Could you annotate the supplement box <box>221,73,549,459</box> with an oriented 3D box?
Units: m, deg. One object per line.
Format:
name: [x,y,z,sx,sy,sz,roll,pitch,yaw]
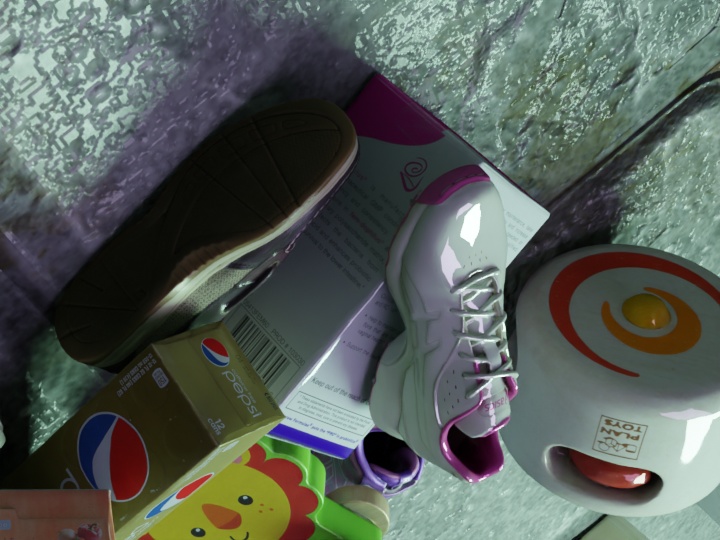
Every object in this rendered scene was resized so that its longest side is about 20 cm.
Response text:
supplement box: [0.000,0.000,0.930,0.200,0.101,0.103,-51,145,9]

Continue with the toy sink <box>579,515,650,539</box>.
toy sink: [0.212,0.354,1.510,0.200,0.112,0.130,-38,145,-19]

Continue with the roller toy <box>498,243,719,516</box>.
roller toy: [0.198,0.075,1.136,0.182,0.200,0.140,-17,136,-26]

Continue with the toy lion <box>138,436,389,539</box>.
toy lion: [-0.090,0.169,0.998,0.192,0.069,0.200,32,124,-23]

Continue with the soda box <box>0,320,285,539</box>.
soda box: [-0.137,0.114,0.870,0.200,0.068,0.064,-41,168,32]

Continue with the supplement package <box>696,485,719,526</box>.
supplement package: [0.441,0.186,1.533,0.111,0.156,0.200,17,113,-52]

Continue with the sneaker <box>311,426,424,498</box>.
sneaker: [0.002,0.132,1.082,0.080,0.088,0.200,-21,140,-33]

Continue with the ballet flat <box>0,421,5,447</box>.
ballet flat: [-0.227,0.100,0.829,0.074,0.074,0.200,-13,144,-38]

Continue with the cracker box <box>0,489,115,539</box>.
cracker box: [-0.213,0.192,0.828,0.134,0.058,0.200,3,139,-20]

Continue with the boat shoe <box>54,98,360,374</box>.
boat shoe: [-0.079,-0.015,0.866,0.201,0.072,0.066,-41,151,3]

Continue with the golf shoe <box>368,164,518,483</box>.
golf shoe: [0.060,0.034,0.859,0.075,0.092,0.200,-22,138,-27]
